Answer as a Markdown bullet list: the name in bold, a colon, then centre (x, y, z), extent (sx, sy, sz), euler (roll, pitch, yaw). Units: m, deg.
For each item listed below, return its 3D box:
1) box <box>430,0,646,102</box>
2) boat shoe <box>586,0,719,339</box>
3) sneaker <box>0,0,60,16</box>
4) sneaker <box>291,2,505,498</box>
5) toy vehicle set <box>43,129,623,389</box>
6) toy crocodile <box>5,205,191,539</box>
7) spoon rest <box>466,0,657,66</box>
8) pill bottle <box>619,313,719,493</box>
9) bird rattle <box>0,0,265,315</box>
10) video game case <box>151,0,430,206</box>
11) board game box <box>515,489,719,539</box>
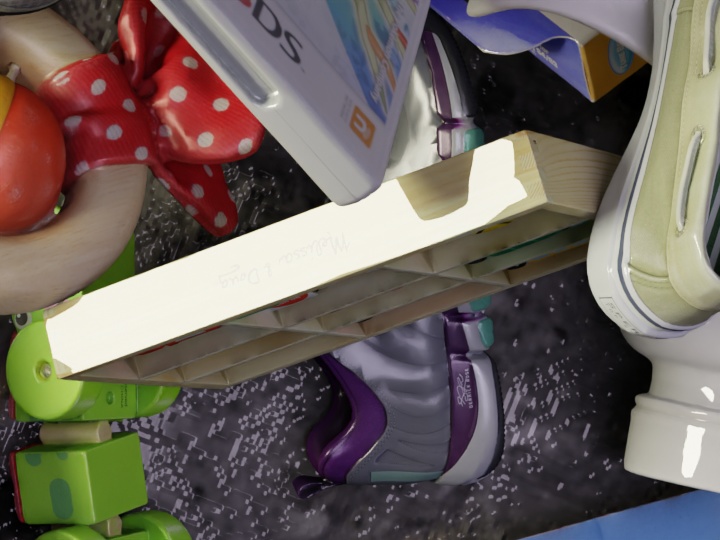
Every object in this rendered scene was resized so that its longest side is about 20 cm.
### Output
- **box**: centre (0.110, -0.150, 1.100), extent (0.200, 0.119, 0.041), euler (-38, 143, -12)
- **boat shoe**: centre (0.137, -0.067, 0.952), extent (0.072, 0.062, 0.200), euler (28, 67, -27)
- **sneaker**: centre (-0.105, -0.144, 0.949), extent (0.087, 0.200, 0.074), euler (-25, 115, 22)
- **sneaker**: centre (0.004, -0.008, 1.094), extent (0.087, 0.074, 0.200), euler (-8, 97, -14)
- **toy vehicle set**: centre (0.000, 0.000, 1.003), extent (0.200, 0.124, 0.027), euler (-20, 78, 24)
- **toy crocodile**: centre (-0.109, 0.075, 1.067), extent (0.068, 0.062, 0.200), euler (-7, 94, -59)
- **spoon rest**: centre (0.138, -0.066, 1.020), extent (0.200, 0.061, 0.099), euler (28, 82, -14)
- **pill bottle**: centre (0.168, -0.008, 1.125), extent (0.120, 0.120, 0.200), euler (11, 89, -20)
- **bird rattle**: centre (-0.132, -0.055, 1.017), extent (0.200, 0.113, 0.163), euler (37, 52, -26)
- **video game case**: centre (-0.036, -0.147, 0.929), extent (0.182, 0.022, 0.200), euler (48, 35, -27)
- **board game box**: centre (0.105, 0.180, 1.159), extent (0.200, 0.039, 0.158), euler (-13, 92, -23)
